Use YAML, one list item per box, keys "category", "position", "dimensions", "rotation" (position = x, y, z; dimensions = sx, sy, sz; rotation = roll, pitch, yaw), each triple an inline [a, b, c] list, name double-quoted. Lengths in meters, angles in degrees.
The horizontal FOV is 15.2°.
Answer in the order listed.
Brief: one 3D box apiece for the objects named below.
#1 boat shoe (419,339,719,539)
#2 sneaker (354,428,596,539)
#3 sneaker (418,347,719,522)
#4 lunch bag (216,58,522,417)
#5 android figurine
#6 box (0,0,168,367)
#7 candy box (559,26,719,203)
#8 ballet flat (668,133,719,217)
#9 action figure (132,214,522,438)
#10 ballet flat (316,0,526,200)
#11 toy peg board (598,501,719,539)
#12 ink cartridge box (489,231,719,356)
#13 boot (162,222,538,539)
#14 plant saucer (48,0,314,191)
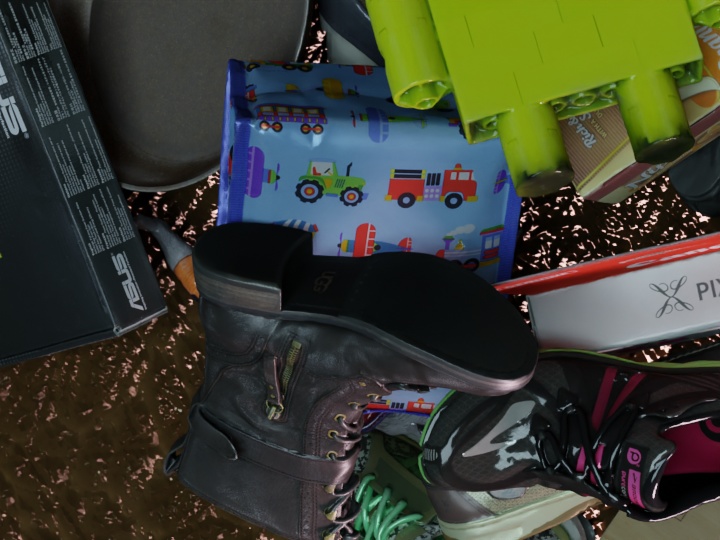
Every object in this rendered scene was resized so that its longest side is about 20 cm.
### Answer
- category: "boat shoe"
  position: [0.126, 0.083, 1.449]
  dimensions: [0.201, 0.072, 0.066]
  rotation: [-27, 118, 3]
- category: "sneaker"
  position: [0.029, 0.139, 1.512]
  dimensions: [0.200, 0.089, 0.077]
  rotation: [16, 107, 14]
- category: "sneaker"
  position: [0.128, 0.084, 1.372]
  dimensions: [0.200, 0.084, 0.077]
  rotation: [-5, 111, 4]
- category: "lunch bag"
  position: [0.000, 0.000, 1.411]
  dimensions: [0.150, 0.094, 0.200]
  rotation: [3, 114, -7]
- category: "android figurine"
  position: [0.094, -0.140, 1.338]
  dimensions: [0.182, 0.041, 0.200]
  rotation: [-14, 71, 1]
- category: "box"
  position: [-0.214, -0.045, 1.532]
  dimensions: [0.193, 0.048, 0.200]
  rotation: [-13, 99, 50]
- category: "candy box"
  position: [0.122, -0.149, 1.409]
  dimensions: [0.115, 0.055, 0.200]
  rotation: [-34, 75, 22]
- category: "ballet flat"
  position: [0.229, -0.116, 1.419]
  dimensions: [0.066, 0.057, 0.200]
  rotation: [44, 108, 32]
- category: "action figure"
  position: [-0.008, 0.005, 1.504]
  dimensions: [0.200, 0.105, 0.194]
  rotation: [-34, 98, 7]
- category: "ballet flat"
  position: [0.027, -0.109, 1.469]
  dimensions: [0.200, 0.073, 0.073]
  rotation: [44, 111, 2]
- category: "toy peg board"
  position: [0.189, 0.239, 1.472]
  dimensions: [0.200, 0.098, 0.199]
  rotation: [34, 77, 8]
- category: "ink cartridge box"
  position: [0.181, 0.008, 1.386]
  dimensions: [0.200, 0.174, 0.044]
  rotation: [-14, 85, 21]
- category: "boot"
  position: [-0.008, 0.071, 1.369]
  dimensions: [0.200, 0.069, 0.174]
  rotation: [18, 129, 20]
- category: "plant saucer"
  position: [-0.097, -0.140, 1.485]
  dimensions: [0.200, 0.032, 0.200]
  rotation: [-7, 78, 38]
